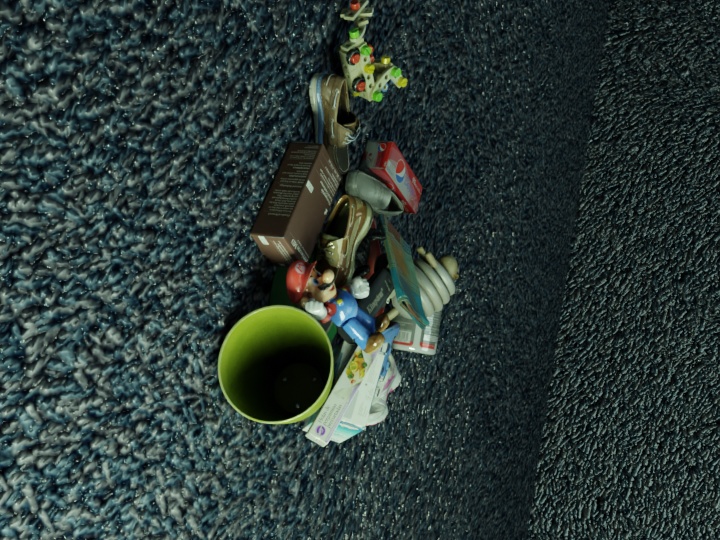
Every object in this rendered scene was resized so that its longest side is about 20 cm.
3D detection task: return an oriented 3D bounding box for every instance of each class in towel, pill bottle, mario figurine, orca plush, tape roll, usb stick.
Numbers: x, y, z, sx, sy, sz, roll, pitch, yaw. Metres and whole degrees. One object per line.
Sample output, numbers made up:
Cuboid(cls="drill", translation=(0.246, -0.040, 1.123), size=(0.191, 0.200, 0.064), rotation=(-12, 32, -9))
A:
Cuboid(cls="towel", translation=(0.085, 0.002, 1.729), size=(0.147, 0.022, 0.202), rotation=(47, 27, -55))
Cuboid(cls="pill bottle", translation=(0.130, 0.085, 2.006), size=(0.114, 0.113, 0.202), rotation=(19, 79, -63))
Cuboid(cls="mario figurine", translation=(-0.034, 0.047, 1.463), size=(0.106, 0.199, 0.123), rotation=(-54, -166, -1))
Cuboid(cls="orca plush", translation=(0.000, 0.000, 1.625), size=(0.200, 0.071, 0.106), rotation=(-50, 128, -34))
Cuboid(cls="tape roll", translation=(-0.094, 0.052, 1.612), size=(0.200, 0.048, 0.203), rotation=(-21, 114, -62))
Cuboid(cls="usb stick", translation=(0.012, 0.062, 1.608), size=(0.056, 0.032, 0.200), rotation=(56, 37, -15))

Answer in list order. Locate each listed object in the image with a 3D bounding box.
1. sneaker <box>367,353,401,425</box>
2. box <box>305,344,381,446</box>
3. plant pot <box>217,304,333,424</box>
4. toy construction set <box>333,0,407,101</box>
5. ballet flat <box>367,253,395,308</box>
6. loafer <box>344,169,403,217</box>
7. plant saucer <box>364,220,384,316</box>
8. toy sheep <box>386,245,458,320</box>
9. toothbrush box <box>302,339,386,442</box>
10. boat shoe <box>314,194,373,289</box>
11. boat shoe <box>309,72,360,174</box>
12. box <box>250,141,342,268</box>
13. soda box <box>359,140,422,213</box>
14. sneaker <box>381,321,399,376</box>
Cuboid(cls="sneaker", translation=(0.025, 0.247, 1.877), size=(0.200, 0.081, 0.089), rotation=(-63, 147, -51))
Cuboid(cls="box", translation=(-0.027, 0.204, 1.508), size=(0.201, 0.038, 0.041), rotation=(-59, 180, -21))
Cuboid(cls="plant pot", translation=(-0.122, 0.175, 1.469), size=(0.200, 0.185, 0.189), rotation=(68, 35, -70))
Cuboid(cls="toy construction set", translation=(0.013, -0.409, 1.676), size=(0.131, 0.092, 0.201), rotation=(-40, 128, -22))
Cuboid(cls="ballet flat", translation=(0.051, 0.022, 1.765), size=(0.200, 0.072, 0.074), rotation=(-57, 145, -62))
Cuboid(cls="loafer", translation=(0.029, -0.156, 1.791), size=(0.200, 0.069, 0.071), rotation=(24, 74, -63))
Cuboid(cls="plant saucer", translation=(0.007, 0.029, 1.796), size=(0.200, 0.036, 0.201), rotation=(-69, 152, -51))
Cuboid(cls="toy sheep", translation=(0.127, 0.038, 1.888), size=(0.199, 0.138, 0.138), rotation=(-37, 142, -4))
Cuboid(cls="toothbrush box", translation=(-0.033, 0.226, 1.629), size=(0.200, 0.085, 0.148), rotation=(126, -18, -69))
Cuboid(cls="boat shoe", translation=(-0.047, -0.042, 1.547), size=(0.074, 0.075, 0.202), rotation=(32, 75, -50))
Cuboid(cls="boat shoe", translation=(-0.042, -0.263, 1.619), size=(0.072, 0.072, 0.201), rotation=(-54, 142, -44))
Cuboid(cls="box", translation=(-0.108, -0.114, 1.519), size=(0.100, 0.074, 0.201), rotation=(57, 47, -52))
Cuboid(cls="soda box", translation=(0.068, -0.196, 1.872), size=(0.200, 0.063, 0.071), rotation=(46, 55, -57))
Cuboid(cls="sneaker", translation=(0.025, 0.180, 1.840), size=(0.200, 0.074, 0.083), rotation=(-44, 110, -42))
